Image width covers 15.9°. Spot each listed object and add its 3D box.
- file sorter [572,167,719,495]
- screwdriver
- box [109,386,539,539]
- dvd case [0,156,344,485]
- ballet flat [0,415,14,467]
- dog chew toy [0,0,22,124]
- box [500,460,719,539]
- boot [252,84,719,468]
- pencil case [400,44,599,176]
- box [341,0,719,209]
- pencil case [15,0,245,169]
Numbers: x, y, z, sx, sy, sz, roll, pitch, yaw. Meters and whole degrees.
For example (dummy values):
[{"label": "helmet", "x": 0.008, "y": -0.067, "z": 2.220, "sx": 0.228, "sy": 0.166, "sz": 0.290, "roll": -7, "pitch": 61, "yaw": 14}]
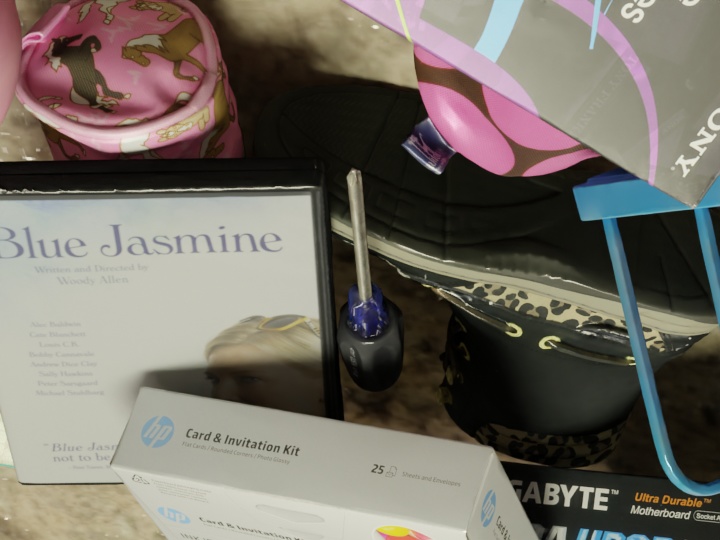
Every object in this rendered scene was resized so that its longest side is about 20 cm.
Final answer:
[{"label": "file sorter", "x": 0.197, "y": 0.005, "z": 0.857, "sx": 0.199, "sy": 0.138, "sz": 0.124, "roll": -5, "pitch": 101, "yaw": 53}, {"label": "screwdriver", "x": 0.000, "y": 0.000, "z": 0.961, "sx": 0.028, "sy": 0.029, "sz": 0.200, "roll": -22, "pitch": 154, "yaw": -6}, {"label": "box", "x": 0.002, "y": 0.123, "z": 1.064, "sx": 0.155, "sy": 0.041, "sz": 0.200, "roll": 8, "pitch": 153, "yaw": 24}, {"label": "dvd case", "x": -0.080, "y": 0.025, "z": 1.021, "sx": 0.142, "sy": 0.018, "sz": 0.201, "roll": -1, "pitch": 142, "yaw": 2}, {"label": "ballet flat", "x": -0.199, "y": 0.044, "z": 1.183, "sx": 0.199, "sy": 0.068, "sz": 0.063, "roll": 12, "pitch": 135, "yaw": 2}, {"label": "dog chew toy", "x": -0.185, "y": -0.126, "z": 0.890, "sx": 0.124, "sy": 0.125, "sz": 0.201, "roll": 3, "pitch": 115, "yaw": 14}, {"label": "box", "x": 0.161, "y": 0.118, "z": 1.094, "sx": 0.199, "sy": 0.046, "sz": 0.159, "roll": 2, "pitch": 172, "yaw": 35}, {"label": "boot", "x": 0.041, "y": 0.010, "z": 1.055, "sx": 0.202, "sy": 0.074, "sz": 0.154, "roll": 18, "pitch": 147, "yaw": -4}, {"label": "pencil case", "x": 0.103, "y": -0.082, "z": 0.858, "sx": 0.199, "sy": 0.091, "sz": 0.094, "roll": -10, "pitch": 137, "yaw": 48}, {"label": "box", "x": 0.055, "y": -0.123, "z": 0.722, "sx": 0.199, "sy": 0.036, "sz": 0.143, "roll": 28, "pitch": 110, "yaw": -19}, {"label": "pencil case", "x": -0.084, "y": -0.026, "z": 1.038, "sx": 0.086, "sy": 0.083, "sz": 0.201, "roll": -10, "pitch": 143, "yaw": -3}]
